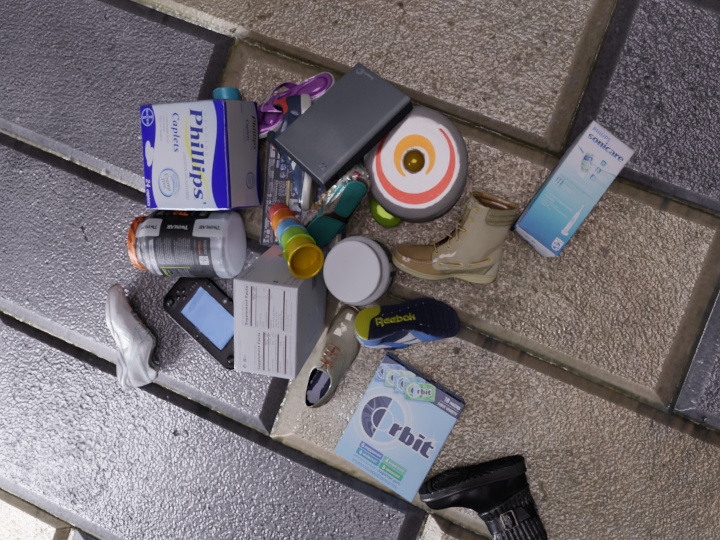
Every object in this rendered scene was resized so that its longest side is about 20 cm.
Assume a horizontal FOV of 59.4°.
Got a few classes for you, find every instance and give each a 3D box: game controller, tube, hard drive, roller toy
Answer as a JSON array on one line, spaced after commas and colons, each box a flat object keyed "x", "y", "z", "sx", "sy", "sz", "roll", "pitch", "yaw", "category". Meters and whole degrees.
[{"x": -0.283, "y": 0.092, "z": 1.207, "sx": 0.199, "sy": 0.042, "sz": 0.105, "roll": 41, "pitch": 97, "yaw": 6, "category": "game controller"}, {"x": -0.242, "y": -0.238, "z": 1.195, "sx": 0.076, "sy": 0.050, "sz": 0.207, "roll": -6, "pitch": 92, "yaw": 43, "category": "tube"}, {"x": -0.027, "y": -0.241, "z": 1.041, "sx": 0.200, "sy": 0.033, "sz": 0.139, "roll": -44, "pitch": 59, "yaw": -8, "category": "hard drive"}, {"x": 0.097, "y": -0.182, "z": 1.091, "sx": 0.176, "sy": 0.140, "sz": 0.207, "roll": -2, "pitch": 90, "yaw": 9, "category": "roller toy"}]

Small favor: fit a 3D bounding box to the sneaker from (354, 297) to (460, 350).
[{"x": 0.081, "y": 0.100, "z": 1.137, "sx": 0.193, "sy": 0.083, "sz": 0.076, "roll": -1, "pitch": 62, "yaw": -8, "category": "sneaker"}]

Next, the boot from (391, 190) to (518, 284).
[{"x": 0.158, "y": -0.061, "z": 1.067, "sx": 0.193, "sy": 0.074, "sz": 0.159, "roll": 7, "pitch": 126, "yaw": -7, "category": "boot"}]

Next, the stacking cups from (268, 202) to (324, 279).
[{"x": -0.113, "y": -0.058, "z": 1.064, "sx": 0.059, "sy": 0.201, "sz": 0.062, "roll": -8, "pitch": 119, "yaw": -15, "category": "stacking cups"}]

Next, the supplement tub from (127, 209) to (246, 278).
[{"x": -0.319, "y": -0.050, "z": 1.171, "sx": 0.193, "sy": 0.122, "sz": 0.127, "roll": 1, "pitch": 91, "yaw": 8, "category": "supplement tub"}]

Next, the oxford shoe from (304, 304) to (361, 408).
[{"x": -0.048, "y": 0.161, "z": 1.152, "sx": 0.069, "sy": 0.074, "sz": 0.205, "roll": 21, "pitch": 94, "yaw": 8, "category": "oxford shoe"}]

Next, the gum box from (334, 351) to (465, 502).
[{"x": 0.071, "y": 0.283, "z": 1.149, "sx": 0.167, "sy": 0.045, "sz": 0.204, "roll": 29, "pitch": 96, "yaw": 7, "category": "gum box"}]

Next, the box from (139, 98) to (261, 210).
[{"x": -0.287, "y": -0.207, "z": 1.140, "sx": 0.194, "sy": 0.104, "sz": 0.190, "roll": 2, "pitch": 99, "yaw": 25, "category": "box"}]

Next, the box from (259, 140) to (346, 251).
[{"x": -0.101, "y": -0.142, "z": 1.171, "sx": 0.156, "sy": 0.049, "sz": 0.207, "roll": 4, "pitch": 91, "yaw": 11, "category": "box"}]

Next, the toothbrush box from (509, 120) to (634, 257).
[{"x": 0.344, "y": -0.128, "z": 1.048, "sx": 0.085, "sy": 0.146, "sz": 0.202, "roll": 37, "pitch": 97, "yaw": 6, "category": "toothbrush box"}]

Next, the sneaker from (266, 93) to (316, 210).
[{"x": -0.122, "y": -0.206, "z": 1.112, "sx": 0.082, "sy": 0.075, "sz": 0.207, "roll": -3, "pitch": 82, "yaw": 1, "category": "sneaker"}]

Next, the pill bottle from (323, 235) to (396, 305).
[{"x": 0.000, "y": 0.000, "z": 1.079, "sx": 0.109, "sy": 0.200, "sz": 0.117, "roll": 0, "pitch": 90, "yaw": 8, "category": "pill bottle"}]

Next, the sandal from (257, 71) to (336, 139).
[{"x": -0.139, "y": -0.315, "z": 1.160, "sx": 0.199, "sy": 0.050, "sz": 0.083, "roll": -31, "pitch": 53, "yaw": 0, "category": "sandal"}]

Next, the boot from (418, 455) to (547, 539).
[{"x": 0.214, "y": 0.428, "z": 1.099, "sx": 0.204, "sy": 0.079, "sz": 0.163, "roll": -13, "pitch": 88, "yaw": 1, "category": "boot"}]

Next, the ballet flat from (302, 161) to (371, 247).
[{"x": -0.044, "y": -0.113, "z": 1.090, "sx": 0.074, "sy": 0.065, "sz": 0.200, "roll": 21, "pitch": 135, "yaw": -29, "category": "ballet flat"}]

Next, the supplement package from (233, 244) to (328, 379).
[{"x": -0.132, "y": 0.063, "z": 1.084, "sx": 0.107, "sy": 0.200, "sz": 0.161, "roll": 6, "pitch": 109, "yaw": 9, "category": "supplement package"}]

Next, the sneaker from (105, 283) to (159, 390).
[{"x": -0.440, "y": 0.124, "z": 1.227, "sx": 0.078, "sy": 0.070, "sz": 0.207, "roll": -12, "pitch": 95, "yaw": 0, "category": "sneaker"}]
